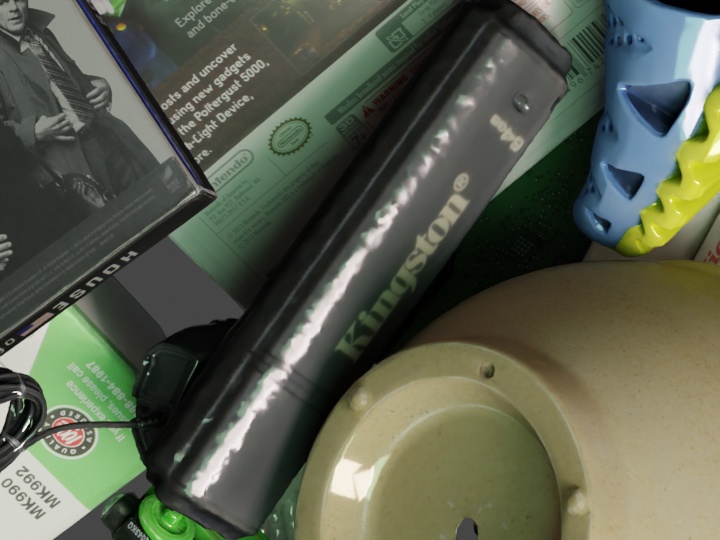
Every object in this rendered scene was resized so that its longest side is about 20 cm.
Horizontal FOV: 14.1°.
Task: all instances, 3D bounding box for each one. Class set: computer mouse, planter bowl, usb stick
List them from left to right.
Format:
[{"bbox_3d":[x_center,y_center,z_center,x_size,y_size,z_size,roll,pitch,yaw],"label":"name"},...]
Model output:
[{"bbox_3d":[-0.083,0.047,0.962,0.199,0.034,0.059,-7,118,-38],"label":"computer mouse"},{"bbox_3d":[0.000,0.000,0.958,0.200,0.033,0.055,-55,134,-2],"label":"usb stick"},{"bbox_3d":[0.064,0.088,0.950,0.134,0.200,0.201,13,118,-52],"label":"planter bowl"}]

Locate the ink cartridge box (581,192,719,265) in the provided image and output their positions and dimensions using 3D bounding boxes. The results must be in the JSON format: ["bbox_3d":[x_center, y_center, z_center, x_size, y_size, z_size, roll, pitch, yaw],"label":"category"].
[{"bbox_3d":[0.187,0.005,1.056,0.199,0.068,0.115,13,114,-30],"label":"ink cartridge box"}]

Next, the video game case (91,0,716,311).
[{"bbox_3d":[-0.005,-0.091,0.973,0.200,0.023,0.182,-39,118,10],"label":"video game case"}]

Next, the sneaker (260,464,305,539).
[{"bbox_3d":[-0.053,0.125,1.092,0.200,0.079,0.078,-49,122,-13],"label":"sneaker"}]

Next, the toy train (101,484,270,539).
[{"bbox_3d":[-0.014,0.148,1.016,0.200,0.056,0.042,47,123,3],"label":"toy train"}]

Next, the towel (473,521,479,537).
[{"bbox_3d":[0.171,0.096,1.071,0.199,0.032,0.191,-25,145,31],"label":"towel"}]

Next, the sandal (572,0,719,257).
[{"bbox_3d":[0.110,-0.094,0.947,0.087,0.079,0.201,31,124,12],"label":"sandal"}]

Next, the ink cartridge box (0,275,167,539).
[{"bbox_3d":[-0.183,0.053,1.017,0.200,0.084,0.146,-38,118,8],"label":"ink cartridge box"}]

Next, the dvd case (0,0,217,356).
[{"bbox_3d":[-0.160,-0.063,0.930,0.150,0.025,0.200,-35,78,8],"label":"dvd case"}]

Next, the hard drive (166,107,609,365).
[{"bbox_3d":[0.003,-0.050,1.029,0.200,0.038,0.140,32,107,-23],"label":"hard drive"}]
